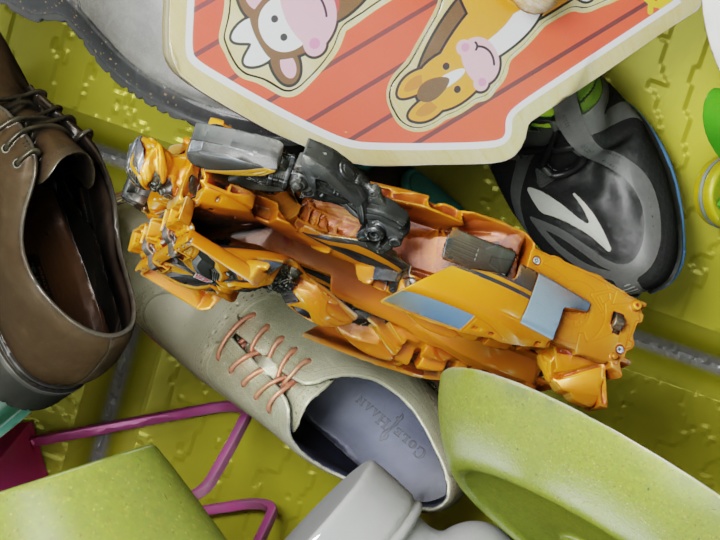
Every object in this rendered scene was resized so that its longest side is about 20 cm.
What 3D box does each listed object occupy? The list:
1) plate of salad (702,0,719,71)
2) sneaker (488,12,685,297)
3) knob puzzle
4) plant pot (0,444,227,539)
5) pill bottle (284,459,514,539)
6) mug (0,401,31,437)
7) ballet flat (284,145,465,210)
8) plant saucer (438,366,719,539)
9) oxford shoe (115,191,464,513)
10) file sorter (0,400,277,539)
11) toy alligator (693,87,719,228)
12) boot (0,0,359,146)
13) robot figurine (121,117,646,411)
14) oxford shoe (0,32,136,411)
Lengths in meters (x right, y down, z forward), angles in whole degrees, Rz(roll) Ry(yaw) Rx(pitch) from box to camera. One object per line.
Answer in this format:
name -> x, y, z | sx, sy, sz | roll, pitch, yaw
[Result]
plate of salad -> 0.224, -0.100, 1.051 | 0.200, 0.200, 0.048 | -1, 147, 12
sneaker -> 0.066, -0.073, 1.175 | 0.071, 0.083, 0.200 | -24, 101, 18
knob puzzle -> 0.016, -0.125, 1.087 | 0.220, 0.030, 0.220 | -4, 102, -21
plant pot -> -0.092, 0.174, 1.110 | 0.187, 0.187, 0.200 | -18, 87, 16
pill bottle -> 0.050, 0.173, 1.176 | 0.200, 0.111, 0.111 | 43, 110, -3
mug -> -0.201, 0.032, 1.212 | 0.114, 0.185, 0.152 | 54, 144, -11
ballet flat -> -0.004, -0.032, 1.212 | 0.073, 0.073, 0.200 | -39, 99, 20
plant saucer -> 0.106, 0.106, 1.102 | 0.200, 0.200, 0.031 | 34, 79, 0
oxford shoe -> -0.032, 0.033, 1.229 | 0.200, 0.074, 0.071 | 32, 99, -1
file sorter -> -0.090, 0.172, 1.256 | 0.125, 0.139, 0.200 | -10, 105, 13
toy alligator -> 0.188, 0.009, 1.197 | 0.054, 0.059, 0.200 | -30, 112, -25
boot -> -0.070, -0.140, 1.125 | 0.200, 0.070, 0.132 | 28, 120, 18
robot figurine -> 0.000, 0.000, 1.119 | 0.200, 0.145, 0.058 | 21, 74, -15
oxford shoe -> -0.137, -0.052, 1.138 | 0.084, 0.073, 0.200 | -29, 87, 46
